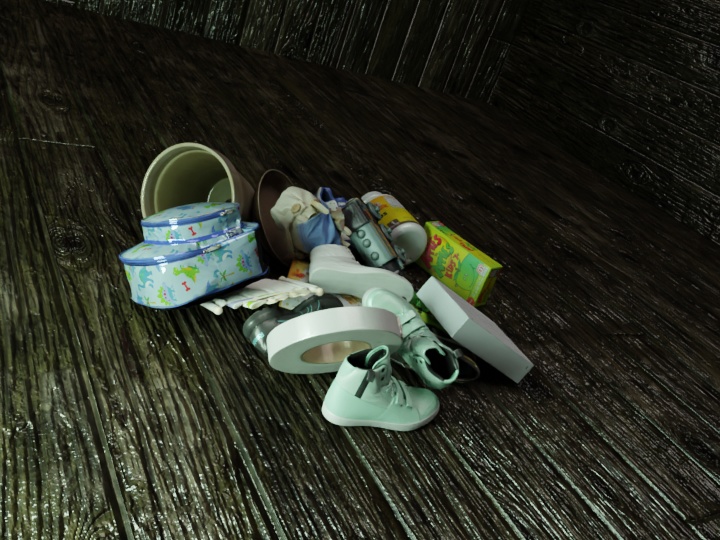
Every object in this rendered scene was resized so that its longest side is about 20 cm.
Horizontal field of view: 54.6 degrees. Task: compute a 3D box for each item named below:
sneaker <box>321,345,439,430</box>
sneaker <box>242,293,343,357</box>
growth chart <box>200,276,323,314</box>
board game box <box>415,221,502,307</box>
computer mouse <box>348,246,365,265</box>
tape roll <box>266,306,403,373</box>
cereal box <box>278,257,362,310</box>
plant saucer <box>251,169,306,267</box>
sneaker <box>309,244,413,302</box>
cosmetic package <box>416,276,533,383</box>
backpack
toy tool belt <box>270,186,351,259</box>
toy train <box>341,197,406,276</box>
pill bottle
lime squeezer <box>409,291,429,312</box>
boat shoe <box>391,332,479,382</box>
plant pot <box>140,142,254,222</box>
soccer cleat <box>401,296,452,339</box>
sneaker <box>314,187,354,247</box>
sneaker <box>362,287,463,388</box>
[{"bbox_3d":[0.050,0.172,1.040,0.199,0.119,0.074,5,29,-30],"label":"sneaker"},{"bbox_3d":[-0.098,0.097,1.153,0.199,0.076,0.079,-15,55,-41],"label":"sneaker"},{"bbox_3d":[-0.174,0.038,1.156,0.199,0.018,0.144,-10,17,-30],"label":"growth chart"},{"bbox_3d":[0.211,-0.017,1.556,0.047,0.102,0.200,-9,38,-44],"label":"board game box"},{"bbox_3d":[-0.080,-0.051,1.484,0.199,0.034,0.059,15,27,-11],"label":"computer mouse"},{"bbox_3d":[-0.037,0.106,1.028,0.202,0.203,0.037,4,62,-31],"label":"tape roll"},{"bbox_3d":[-0.045,0.050,1.303,0.199,0.040,0.144,17,25,-6],"label":"cereal box"},{"bbox_3d":[-0.163,-0.099,1.389,0.036,0.201,0.200,-14,15,22],"label":"plant saucer"},{"bbox_3d":[0.000,0.000,1.304,0.199,0.074,0.116,14,28,-14],"label":"sneaker"},{"bbox_3d":[0.208,0.108,1.270,0.200,0.052,0.151,35,9,-33],"label":"cosmetic package"},{"bbox_3d":[-0.276,-0.028,1.116,0.182,0.148,0.200,4,24,45],"label":"backpack"},{"bbox_3d":[-0.079,-0.071,1.350,0.122,0.200,0.125,13,62,34],"label":"toy tool belt"},{"bbox_3d":[0.022,-0.062,1.438,0.201,0.085,0.114,59,17,4],"label":"toy train"},{"bbox_3d":[0.065,-0.104,1.608,0.109,0.110,0.200,5,29,-30],"label":"pill bottle"},{"bbox_3d":[0.117,0.062,1.422,0.199,0.038,0.071,15,-5,-11],"label":"lime squeezer"},{"bbox_3d":[0.115,0.144,1.199,0.200,0.072,0.061,15,22,-18],"label":"boat shoe"},{"bbox_3d":[-0.288,-0.133,1.337,0.199,0.201,0.173,28,10,15],"label":"plant pot"},{"bbox_3d":[0.113,0.117,1.266,0.200,0.081,0.068,31,13,-34],"label":"soccer cleat"},{"bbox_3d":[-0.052,-0.117,1.573,0.075,0.089,0.200,-5,37,-46],"label":"sneaker"},{"bbox_3d":[0.085,0.099,1.104,0.201,0.074,0.118,49,-12,4],"label":"sneaker"}]
